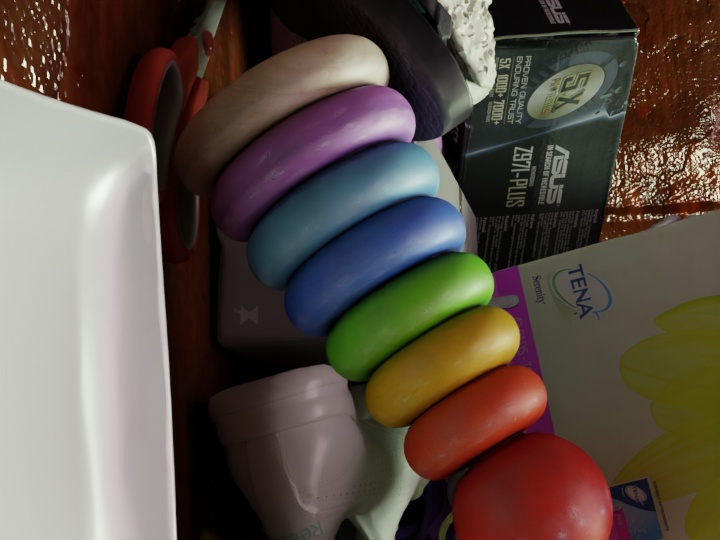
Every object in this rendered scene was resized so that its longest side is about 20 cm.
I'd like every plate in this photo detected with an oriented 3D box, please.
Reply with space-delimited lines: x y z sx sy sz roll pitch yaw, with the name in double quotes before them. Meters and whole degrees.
"plate" -0.090 0.053 0.472 0.200 0.032 0.200 10 76 -80

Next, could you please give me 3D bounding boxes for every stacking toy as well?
"stacking toy" 0.018 0.021 0.633 0.200 0.085 0.085 59 6 12

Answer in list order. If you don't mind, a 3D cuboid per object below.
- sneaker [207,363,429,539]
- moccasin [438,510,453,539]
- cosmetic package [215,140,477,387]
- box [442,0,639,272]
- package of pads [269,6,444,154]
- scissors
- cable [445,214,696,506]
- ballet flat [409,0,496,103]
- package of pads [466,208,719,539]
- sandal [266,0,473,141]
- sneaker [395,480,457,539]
"sneaker" -0.005 0.094 0.775 0.200 0.075 0.089 16 56 -68
"moccasin" 0.082 0.122 0.785 0.078 0.074 0.201 42 27 -42
"cosmetic package" 0.000 0.000 0.827 0.200 0.090 0.107 52 39 -76
"box" 0.071 -0.086 0.998 0.164 0.086 0.200 -108 -161 -50
"package of pads" -0.004 -0.150 0.883 0.121 0.076 0.200 -13 100 -80
"scissors" -0.064 -0.087 0.707 0.073 0.014 0.200 74 17 -45
"cable" 0.125 0.062 0.955 0.200 0.069 0.200 -54 162 23
"ballet flat" 0.011 -0.158 0.774 0.200 0.072 0.072 52 24 -20
"package of pads" 0.118 0.062 0.716 0.200 0.154 0.068 -97 169 -53
"sandal" -0.003 -0.113 0.731 0.076 0.043 0.200 62 -7 -33
"sneaker" 0.021 0.171 0.967 0.083 0.081 0.200 39 38 -58
